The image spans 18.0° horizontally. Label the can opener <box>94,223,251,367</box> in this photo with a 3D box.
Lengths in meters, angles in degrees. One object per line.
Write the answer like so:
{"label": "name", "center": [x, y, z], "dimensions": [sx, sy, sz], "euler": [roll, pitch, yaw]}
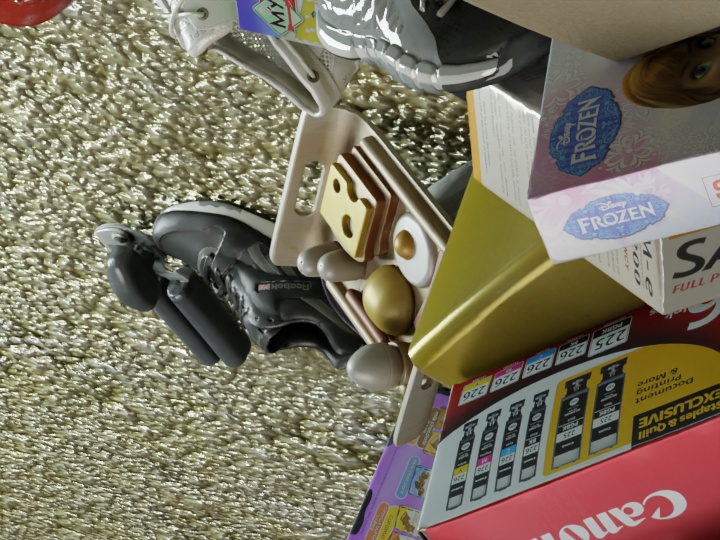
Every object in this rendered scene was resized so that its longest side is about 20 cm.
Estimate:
{"label": "can opener", "center": [-0.157, 0.026, 1.854], "dimensions": [0.053, 0.067, 0.200], "euler": [5, 153, 32]}

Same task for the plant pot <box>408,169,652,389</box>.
{"label": "plant pot", "center": [0.175, -0.013, 1.365], "dimensions": [0.200, 0.200, 0.176], "euler": [29, 140, -9]}

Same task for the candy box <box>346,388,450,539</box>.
{"label": "candy box", "center": [0.107, 0.202, 1.831], "dimensions": [0.200, 0.168, 0.072], "euler": [18, 154, 14]}

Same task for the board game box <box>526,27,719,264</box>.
{"label": "board game box", "center": [0.184, -0.097, 1.055], "dimensions": [0.199, 0.200, 0.041], "euler": [-14, 122, 19]}

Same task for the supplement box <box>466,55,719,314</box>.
{"label": "supplement box", "center": [0.154, -0.060, 1.163], "dimensions": [0.200, 0.126, 0.074], "euler": [-138, 37, -57]}

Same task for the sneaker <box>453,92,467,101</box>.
{"label": "sneaker", "center": [0.108, -0.143, 1.310], "dimensions": [0.083, 0.072, 0.200], "euler": [23, 164, 0]}

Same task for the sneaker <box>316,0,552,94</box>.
{"label": "sneaker", "center": [0.020, -0.163, 1.197], "dimensions": [0.200, 0.075, 0.116], "euler": [17, 137, 54]}

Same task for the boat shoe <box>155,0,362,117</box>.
{"label": "boat shoe", "center": [-0.090, -0.166, 1.424], "dimensions": [0.200, 0.069, 0.071], "euler": [31, 155, -11]}

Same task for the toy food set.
{"label": "toy food set", "center": [0.000, 0.000, 1.515], "dimensions": [0.200, 0.060, 0.144], "euler": [53, 142, 39]}

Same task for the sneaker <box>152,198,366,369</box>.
{"label": "sneaker", "center": [-0.076, 0.012, 1.724], "dimensions": [0.200, 0.088, 0.076], "euler": [18, 154, 14]}

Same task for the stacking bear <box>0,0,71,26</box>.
{"label": "stacking bear", "center": [-0.161, -0.221, 1.233], "dimensions": [0.121, 0.200, 0.114], "euler": [3, 147, 37]}

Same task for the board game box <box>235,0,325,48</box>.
{"label": "board game box", "center": [-0.014, -0.206, 1.287], "dimensions": [0.134, 0.029, 0.200], "euler": [14, 140, 18]}

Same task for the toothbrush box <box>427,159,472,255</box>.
{"label": "toothbrush box", "center": [0.122, 0.019, 1.573], "dimensions": [0.200, 0.086, 0.146], "euler": [31, 154, -16]}

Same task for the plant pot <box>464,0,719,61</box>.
{"label": "plant pot", "center": [0.119, -0.209, 1.009], "dimensions": [0.177, 0.200, 0.200], "euler": [40, 150, -24]}

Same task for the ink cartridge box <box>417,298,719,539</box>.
{"label": "ink cartridge box", "center": [0.140, 0.110, 1.243], "dimensions": [0.200, 0.176, 0.084], "euler": [-25, 117, 27]}
